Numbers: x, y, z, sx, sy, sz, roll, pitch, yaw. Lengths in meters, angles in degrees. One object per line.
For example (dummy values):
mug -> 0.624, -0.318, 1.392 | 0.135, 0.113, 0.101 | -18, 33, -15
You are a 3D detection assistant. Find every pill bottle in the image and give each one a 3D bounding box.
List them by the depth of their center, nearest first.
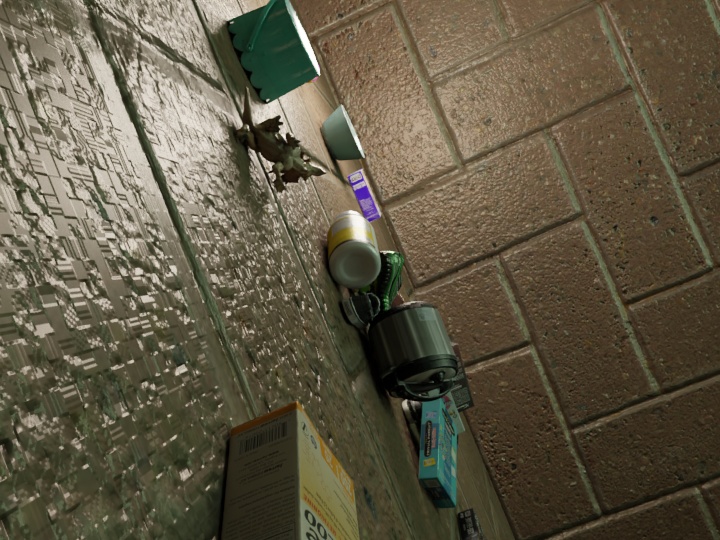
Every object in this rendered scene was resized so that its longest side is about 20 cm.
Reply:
pill bottle -> -0.018, -0.054, 1.458 | 0.201, 0.111, 0.113 | -99, 164, -61

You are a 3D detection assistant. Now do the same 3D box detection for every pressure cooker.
pressure cooker -> 0.117, 0.190, 1.446 | 0.179, 0.174, 0.202 | 67, 3, -63

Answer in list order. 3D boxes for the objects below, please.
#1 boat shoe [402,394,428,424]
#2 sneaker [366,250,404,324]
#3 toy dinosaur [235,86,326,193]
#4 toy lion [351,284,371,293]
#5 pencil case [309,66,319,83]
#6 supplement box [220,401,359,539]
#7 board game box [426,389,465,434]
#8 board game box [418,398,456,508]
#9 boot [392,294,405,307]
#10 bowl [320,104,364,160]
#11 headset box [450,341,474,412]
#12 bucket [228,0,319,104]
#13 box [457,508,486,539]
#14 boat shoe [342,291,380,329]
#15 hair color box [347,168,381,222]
boat shoe -> 0.144, 0.331, 1.684 | 0.200, 0.060, 0.075 | -20, 86, -83
sneaker -> 0.063, 0.050, 1.527 | 0.078, 0.085, 0.202 | 32, -60, 40
toy dinosaur -> -0.150, -0.212, 1.128 | 0.200, 0.086, 0.136 | 49, 2, -15
toy lion -> 0.000, 0.000, 1.667 | 0.192, 0.068, 0.202 | 70, 2, -56
pencil case -> -0.195, -0.701, 2.211 | 0.200, 0.088, 0.089 | 22, 45, -80
supplement box -> -0.051, 0.226, 0.536 | 0.201, 0.073, 0.127 | -101, 165, -57
board game box -> 0.194, 0.350, 1.779 | 0.148, 0.064, 0.202 | 128, -58, -71
board game box -> 0.182, 0.422, 1.533 | 0.201, 0.046, 0.152 | -82, 153, -42
boot -> 0.064, 0.076, 1.841 | 0.166, 0.072, 0.200 | 43, 5, -39
bowl -> -0.071, -0.470, 2.338 | 0.201, 0.104, 0.203 | -23, 90, -82
headset box -> 0.228, 0.281, 1.837 | 0.149, 0.076, 0.202 | 7, -65, 70
bucket -> -0.184, -0.482, 1.439 | 0.207, 0.134, 0.209 | -23, 90, -83
box -> 0.317, 0.753, 1.722 | 0.158, 0.049, 0.202 | -75, 141, -78
boat shoe -> 0.011, 0.080, 1.430 | 0.200, 0.067, 0.072 | 47, 22, -77
hair color box -> 0.018, -0.298, 2.633 | 0.109, 0.064, 0.202 | -73, 138, -78
